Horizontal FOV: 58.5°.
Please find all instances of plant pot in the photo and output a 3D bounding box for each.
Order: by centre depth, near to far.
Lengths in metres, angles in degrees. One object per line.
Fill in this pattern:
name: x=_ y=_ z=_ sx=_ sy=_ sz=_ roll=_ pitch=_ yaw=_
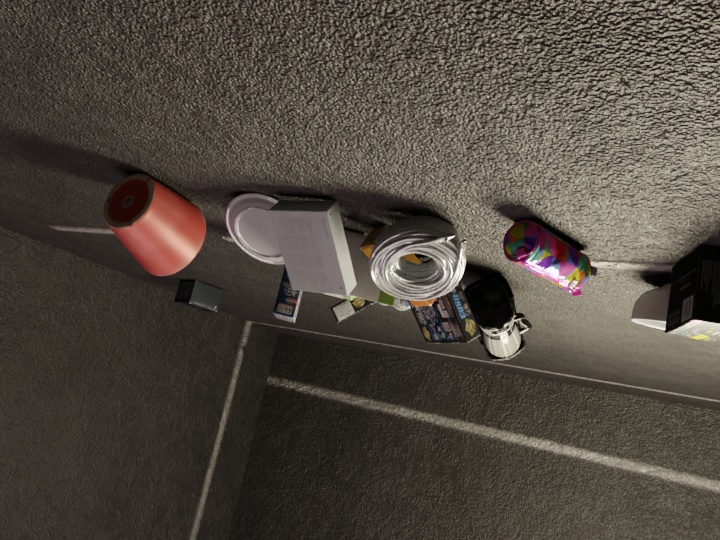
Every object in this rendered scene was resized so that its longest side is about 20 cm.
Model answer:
plant pot: x=-0.489 y=-0.117 z=1.503 sx=0.196 sy=0.205 sz=0.178 roll=8 pitch=158 yaw=26

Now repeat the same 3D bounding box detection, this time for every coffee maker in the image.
coffee maker: x=0.321 y=0.104 z=1.601 sx=0.192 sy=0.134 sz=0.201 roll=45 pitch=172 yaw=36

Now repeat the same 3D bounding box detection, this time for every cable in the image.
cable: x=0.115 y=-0.022 z=1.299 sx=0.194 sy=0.070 sz=0.203 roll=1 pitch=139 yaw=6

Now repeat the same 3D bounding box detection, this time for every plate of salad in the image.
plate of salad: x=-0.214 y=-0.098 z=1.463 sx=0.195 sy=0.049 sz=0.203 roll=10 pitch=134 yaw=11

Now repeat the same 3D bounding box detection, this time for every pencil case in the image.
pencil case: x=0.349 y=-0.023 z=1.187 sx=0.197 sy=0.091 sz=0.087 roll=24 pitch=164 yaw=-34

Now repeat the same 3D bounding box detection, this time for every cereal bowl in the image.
cereal bowl: x=0.640 y=0.076 z=1.264 sx=0.194 sy=0.086 sz=0.200 roll=12 pitch=175 yaw=1

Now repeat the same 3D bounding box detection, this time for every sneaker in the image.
sneaker: x=0.085 y=0.074 z=1.914 sx=0.087 sy=0.077 sz=0.198 roll=17 pitch=167 yaw=-35

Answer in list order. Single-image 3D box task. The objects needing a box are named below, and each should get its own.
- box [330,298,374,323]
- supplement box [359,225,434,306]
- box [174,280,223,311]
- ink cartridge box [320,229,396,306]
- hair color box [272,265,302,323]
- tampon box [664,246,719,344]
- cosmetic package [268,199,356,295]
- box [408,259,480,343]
box: x=0.011 y=0.077 z=1.768 sx=0.195 sy=0.051 sz=0.200 roll=-26 pitch=178 yaw=-5
supplement box: x=0.091 y=-0.008 z=1.426 sx=0.200 sy=0.070 sz=0.066 roll=44 pitch=156 yaw=-22
box: x=-0.756 y=0.119 z=2.995 sx=0.146 sy=0.110 sz=0.198 roll=23 pitch=166 yaw=-35
ink cartridge box: x=-0.003 y=-0.004 z=1.504 sx=0.195 sy=0.152 sz=0.076 roll=14 pitch=171 yaw=0
hair color box: x=-0.182 y=0.030 z=1.734 sx=0.059 sy=0.205 sz=0.100 roll=13 pitch=168 yaw=0
tampon box: x=0.646 y=0.056 z=1.089 sx=0.195 sy=0.130 sz=0.150 roll=11 pitch=168 yaw=11
cosmetic package: x=-0.100 y=-0.049 z=1.374 sx=0.147 sy=0.052 sz=0.204 roll=7 pitch=125 yaw=31
box: x=0.185 y=0.077 z=1.558 sx=0.049 sy=0.204 sz=0.198 roll=-25 pitch=-176 yaw=-24
